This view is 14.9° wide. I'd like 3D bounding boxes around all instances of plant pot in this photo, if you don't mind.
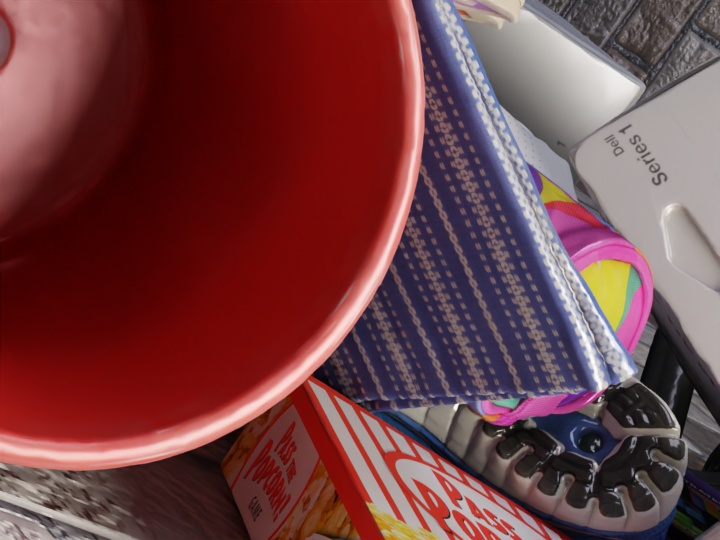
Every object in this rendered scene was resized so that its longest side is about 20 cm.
[{"bbox_3d":[-0.101,-0.058,0.819,0.200,0.200,0.177,32,-2,-23],"label":"plant pot"}]

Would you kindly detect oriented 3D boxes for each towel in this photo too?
[{"bbox_3d":[0.003,-0.022,0.880,0.200,0.024,0.145,-8,-70,61],"label":"towel"}]

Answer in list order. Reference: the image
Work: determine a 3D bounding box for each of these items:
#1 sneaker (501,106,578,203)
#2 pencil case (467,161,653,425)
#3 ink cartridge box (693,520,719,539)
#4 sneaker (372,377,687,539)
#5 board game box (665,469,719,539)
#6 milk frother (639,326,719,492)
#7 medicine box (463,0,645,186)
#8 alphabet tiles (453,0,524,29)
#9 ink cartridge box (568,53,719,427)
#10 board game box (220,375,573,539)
[{"bbox_3d":[0.037,-0.048,1.084,0.088,0.075,0.200,-30,86,-45],"label":"sneaker"},{"bbox_3d":[0.011,-0.024,0.977,0.200,0.088,0.088,39,9,34],"label":"pencil case"},{"bbox_3d":[0.155,0.132,0.917,0.117,0.067,0.200,53,-1,6],"label":"ink cartridge box"},{"bbox_3d":[0.032,0.054,1.017,0.200,0.079,0.089,38,-31,30],"label":"sneaker"},{"bbox_3d":[0.172,0.151,1.151,0.200,0.057,0.165,35,9,-2],"label":"board game box"},{"bbox_3d":[0.240,0.117,1.416,0.200,0.180,0.188,63,30,-33],"label":"milk frother"},{"bbox_3d":[0.035,-0.064,1.403,0.103,0.182,0.200,33,8,-14],"label":"medicine box"},{"bbox_3d":[-0.045,-0.120,0.948,0.200,0.015,0.196,16,-3,36],"label":"alphabet tiles"},{"bbox_3d":[0.171,0.027,1.078,0.146,0.084,0.200,59,2,33],"label":"ink cartridge box"},{"bbox_3d":[0.042,0.114,0.851,0.151,0.046,0.200,32,7,-19],"label":"board game box"}]
